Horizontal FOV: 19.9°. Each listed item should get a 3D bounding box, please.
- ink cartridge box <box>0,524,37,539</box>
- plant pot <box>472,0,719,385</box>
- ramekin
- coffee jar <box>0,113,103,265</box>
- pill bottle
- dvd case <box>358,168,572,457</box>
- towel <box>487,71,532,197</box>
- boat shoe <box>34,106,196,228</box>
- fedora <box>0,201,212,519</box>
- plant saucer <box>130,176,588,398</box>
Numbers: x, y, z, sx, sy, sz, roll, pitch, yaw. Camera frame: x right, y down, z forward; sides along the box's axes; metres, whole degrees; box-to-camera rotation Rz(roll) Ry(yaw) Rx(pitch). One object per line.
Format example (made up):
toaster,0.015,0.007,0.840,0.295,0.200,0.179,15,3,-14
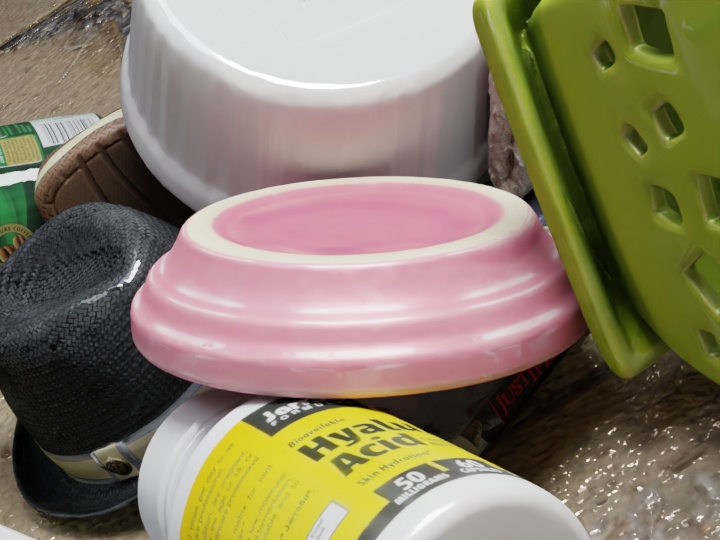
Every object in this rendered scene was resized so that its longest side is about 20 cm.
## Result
ink cartridge box,-0.145,0.192,0.829,0.145,0.084,0.199,-47,32,-24
plant pot,0.168,-0.070,0.789,0.200,0.200,0.181,-35,21,-31
ramekin,-0.020,-0.121,1.006,0.199,0.098,0.202,2,54,-3
coffee jar,-0.232,-0.028,1.144,0.198,0.105,0.085,-6,34,-20
pill bottle,-0.007,0.108,0.794,0.111,0.112,0.200,-43,30,-18
dvd case,0.044,0.023,0.967,0.145,0.022,0.200,9,50,50
towel,0.093,-0.143,0.969,0.034,0.201,0.133,18,49,16
boat shoe,-0.082,-0.079,1.115,0.201,0.075,0.075,-22,29,0
fedora,-0.128,0.025,1.017,0.200,0.092,0.201,-32,35,26
plant saucer,0.000,0.000,0.880,0.199,0.051,0.201,-2,16,1
